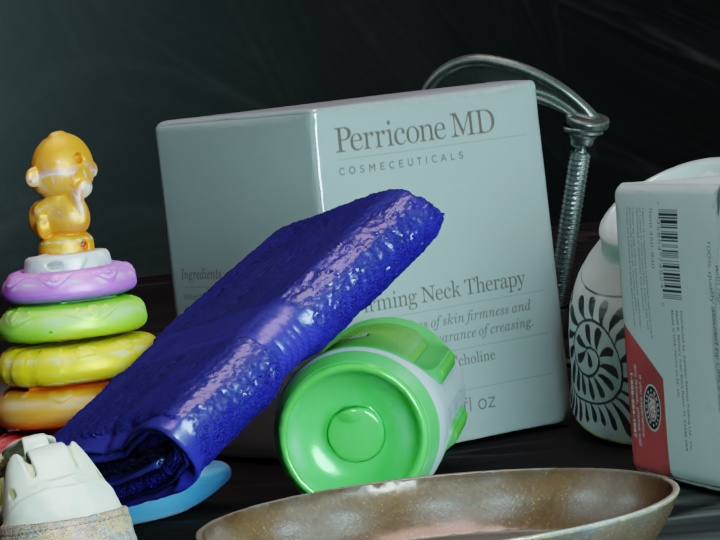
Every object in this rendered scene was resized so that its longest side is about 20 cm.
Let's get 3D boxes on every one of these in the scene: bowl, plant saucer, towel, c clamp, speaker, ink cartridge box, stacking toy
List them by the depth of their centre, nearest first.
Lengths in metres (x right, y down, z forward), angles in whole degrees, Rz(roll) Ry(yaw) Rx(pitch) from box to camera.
[{"bbox_3d":[0.033,0.113,1.199,0.200,0.035,0.200,-7,3,0],"label":"plant saucer"},{"bbox_3d":[0.200,0.028,1.359,0.083,0.147,0.200,-5,4,-20],"label":"ink cartridge box"},{"bbox_3d":[-0.056,0.042,1.411,0.200,0.050,0.148,-44,16,-32],"label":"towel"},{"bbox_3d":[0.007,0.072,1.483,0.088,0.089,0.200,-6,4,6],"label":"speaker"},{"bbox_3d":[-0.147,0.028,1.495,0.116,0.200,0.110,-10,6,-42],"label":"stacking toy"},{"bbox_3d":[0.189,0.000,1.596,0.201,0.094,0.201,-23,22,10],"label":"bowl"},{"bbox_3d":[0.105,-0.032,1.777,0.171,0.200,0.027,8,21,18],"label":"c clamp"}]

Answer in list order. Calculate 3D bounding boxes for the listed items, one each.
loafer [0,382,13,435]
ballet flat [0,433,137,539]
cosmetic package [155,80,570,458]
[{"bbox_3d":[-0.231,0.091,1.692,0.200,0.073,0.072,-4,9,43],"label":"loafer"},{"bbox_3d":[-0.139,0.108,1.291,0.068,0.067,0.200,-8,5,-16],"label":"ballet flat"},{"bbox_3d":[0.000,0.000,1.696,0.167,0.200,0.166,-10,5,-36],"label":"cosmetic package"}]
